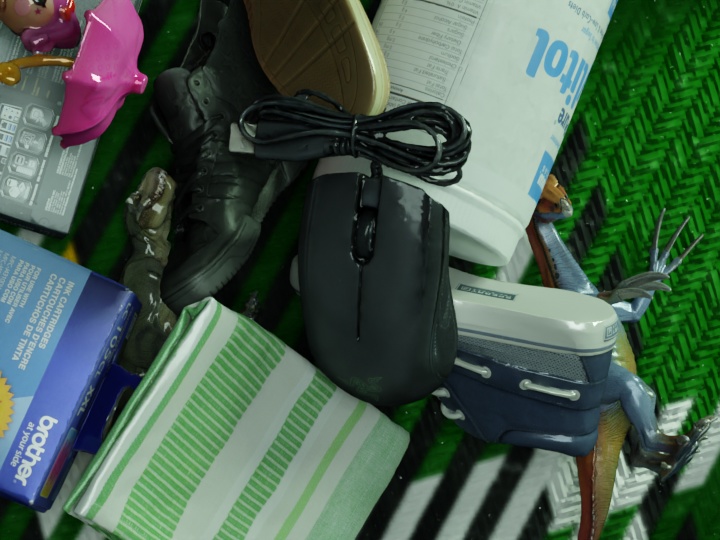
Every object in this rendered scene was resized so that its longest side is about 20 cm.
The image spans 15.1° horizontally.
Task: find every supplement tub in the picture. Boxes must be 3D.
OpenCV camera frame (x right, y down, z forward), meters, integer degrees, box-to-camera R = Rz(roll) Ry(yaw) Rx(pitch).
[{"bbox_3d":[0.065,-0.118,1.593,0.131,0.132,0.201,22,84,-9],"label":"supplement tub"}]

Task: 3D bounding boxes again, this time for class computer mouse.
[{"bbox_3d":[0.000,0.000,1.521,0.138,0.053,0.201,5,123,20],"label":"computer mouse"}]

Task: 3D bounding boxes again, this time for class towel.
[{"bbox_3d":[-0.065,0.117,1.555,0.200,0.023,0.153,38,79,-42],"label":"towel"}]

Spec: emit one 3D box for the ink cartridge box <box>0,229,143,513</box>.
[{"bbox_3d":[-0.213,0.048,1.540,0.199,0.076,0.137,24,83,2],"label":"ink cartridge box"}]

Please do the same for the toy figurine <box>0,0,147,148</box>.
[{"bbox_3d":[-0.213,-0.130,1.507,0.183,0.150,0.201,-8,58,-24],"label":"toy figurine"}]

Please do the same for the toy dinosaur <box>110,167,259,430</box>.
[{"bbox_3d":[-0.110,0.045,1.595,0.088,0.047,0.201,9,86,5],"label":"toy dinosaur"}]

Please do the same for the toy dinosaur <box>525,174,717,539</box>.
[{"bbox_3d":[0.134,0.041,1.623,0.200,0.105,0.182,-45,77,1],"label":"toy dinosaur"}]

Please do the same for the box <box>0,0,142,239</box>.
[{"bbox_3d":[-0.216,-0.136,1.580,0.157,0.051,0.201,17,85,-9],"label":"box"}]

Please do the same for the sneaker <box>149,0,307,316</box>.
[{"bbox_3d":[-0.089,-0.073,1.567,0.104,0.060,0.200,45,50,-16],"label":"sneaker"}]

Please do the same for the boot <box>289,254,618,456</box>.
[{"bbox_3d":[0.049,0.049,1.599,0.199,0.073,0.091,13,111,18],"label":"boot"}]

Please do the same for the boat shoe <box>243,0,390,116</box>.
[{"bbox_3d":[-0.029,-0.159,1.569,0.071,0.064,0.201,-44,59,26],"label":"boat shoe"}]
